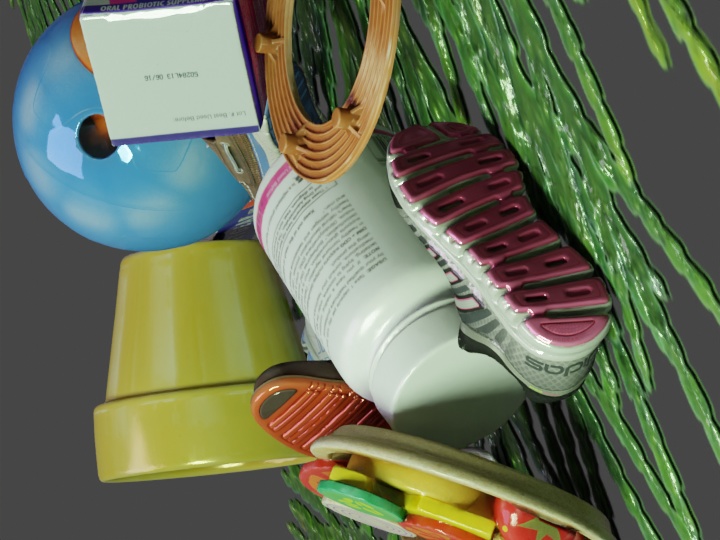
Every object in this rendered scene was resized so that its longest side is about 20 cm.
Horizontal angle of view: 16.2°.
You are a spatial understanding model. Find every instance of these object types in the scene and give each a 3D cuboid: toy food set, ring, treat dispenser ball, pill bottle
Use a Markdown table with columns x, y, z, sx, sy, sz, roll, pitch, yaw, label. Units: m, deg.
| x | y | z | sx | sy | sz | roll | pitch | yaw | label |
| --- | --- | --- | --- | --- | --- | --- | --- | --- | --- |
| 0.057 | 0.142 | 1.494 | 0.200 | 0.198 | 0.049 | 76 | -147 | -78 | toy food set |
| -0.024 | -0.152 | 1.504 | 0.200 | 0.019 | 0.201 | -176 | 90 | -67 | ring |
| -0.162 | -0.114 | 1.907 | 0.201 | 0.201 | 0.201 | 159 | 90 | -77 | treat dispenser ball |
| 0.021 | 0.010 | 1.541 | 0.113 | 0.113 | 0.200 | 82 | 162 | -45 | pill bottle |

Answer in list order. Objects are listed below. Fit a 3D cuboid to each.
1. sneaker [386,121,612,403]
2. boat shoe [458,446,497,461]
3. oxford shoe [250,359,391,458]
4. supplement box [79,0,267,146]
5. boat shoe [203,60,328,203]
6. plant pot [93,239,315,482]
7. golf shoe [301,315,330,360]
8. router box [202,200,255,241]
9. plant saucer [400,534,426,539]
| x | y | z | sx | sy | sz | roll | pitch | yaw | label |
| --- | --- | --- | --- | --- | --- | --- | --- | --- | --- |
| 0.071 | -0.001 | 1.402 | 0.200 | 0.074 | 0.088 | 53 | 154 | 38 | sneaker |
| 0.099 | 0.207 | 1.640 | 0.070 | 0.071 | 0.200 | 99 | 154 | -71 | boat shoe |
| -0.001 | 0.073 | 1.609 | 0.071 | 0.200 | 0.073 | -39 | 59 | 30 | oxford shoe |
| -0.111 | -0.181 | 1.652 | 0.200 | 0.101 | 0.103 | -84 | -14 | -54 | supplement box |
| -0.069 | -0.099 | 1.766 | 0.072 | 0.072 | 0.200 | 25 | 156 | 18 | boat shoe |
| -0.130 | 0.076 | 2.135 | 0.201 | 0.200 | 0.189 | 149 | 115 | -77 | plant pot |
| 0.005 | 0.059 | 1.785 | 0.200 | 0.078 | 0.097 | -129 | 29 | -51 | golf shoe |
| -0.137 | -0.115 | 2.145 | 0.200 | 0.049 | 0.180 | 135 | 114 | -76 | router box |
| 0.077 | 0.212 | 1.782 | 0.200 | 0.035 | 0.200 | 60 | 166 | 25 | plant saucer |
